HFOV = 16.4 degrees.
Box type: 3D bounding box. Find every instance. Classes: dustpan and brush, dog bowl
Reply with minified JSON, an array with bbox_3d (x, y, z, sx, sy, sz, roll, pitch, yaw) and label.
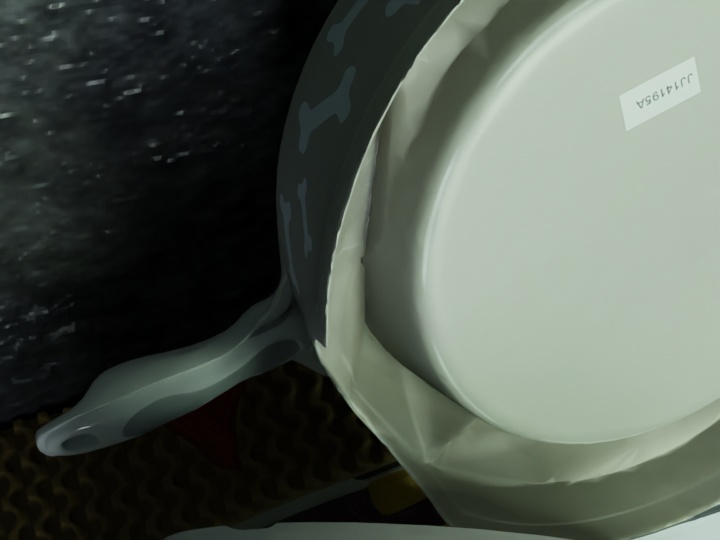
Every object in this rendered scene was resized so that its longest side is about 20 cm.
[{"bbox_3d":[0.000,0.000,0.702,0.199,0.057,0.140,-18,145,-2],"label":"dustpan and brush"},{"bbox_3d":[0.068,-0.026,0.647,0.200,0.059,0.201,-16,126,-23],"label":"dog bowl"}]

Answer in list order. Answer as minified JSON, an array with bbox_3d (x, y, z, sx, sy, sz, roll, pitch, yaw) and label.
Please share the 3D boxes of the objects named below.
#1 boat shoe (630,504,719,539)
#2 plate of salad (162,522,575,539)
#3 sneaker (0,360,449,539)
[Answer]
[{"bbox_3d":[0.119,0.046,0.811,0.199,0.068,0.074,-15,-166,-35],"label":"boat shoe"},{"bbox_3d":[0.015,0.102,0.679,0.199,0.048,0.200,3,166,1],"label":"plate of salad"},{"bbox_3d":[-0.046,0.082,0.783,0.199,0.075,0.090,-17,140,0],"label":"sneaker"}]
